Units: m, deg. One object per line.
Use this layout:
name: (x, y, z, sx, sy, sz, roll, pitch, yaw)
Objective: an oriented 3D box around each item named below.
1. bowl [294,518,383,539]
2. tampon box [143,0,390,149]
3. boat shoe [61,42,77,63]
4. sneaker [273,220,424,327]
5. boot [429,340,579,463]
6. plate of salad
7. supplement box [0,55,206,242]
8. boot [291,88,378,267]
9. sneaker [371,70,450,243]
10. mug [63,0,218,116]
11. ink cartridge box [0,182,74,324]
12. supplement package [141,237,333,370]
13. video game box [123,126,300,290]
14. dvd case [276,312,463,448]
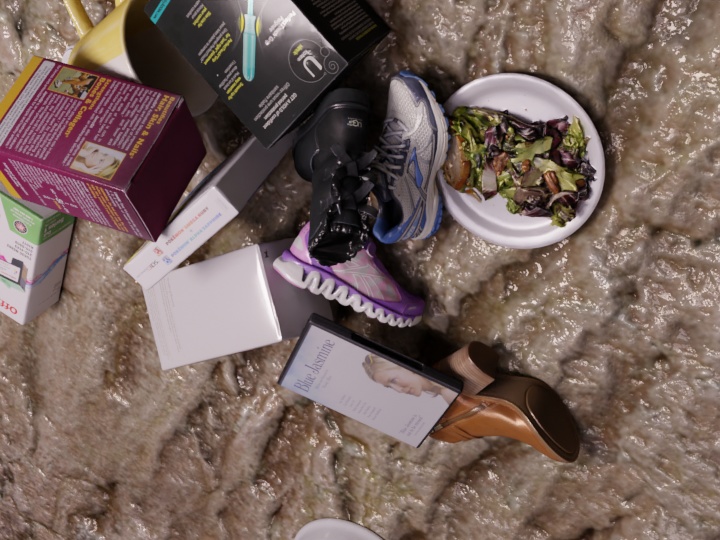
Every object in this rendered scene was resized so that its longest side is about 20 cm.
bowl: (-0.030, 0.474, 1.445, 0.199, 0.090, 0.203, 11, 120, 20)
tampon box: (-0.098, -0.267, 1.053, 0.200, 0.126, 0.150, 48, 126, -5)
boat shoe: (-0.364, -0.189, 1.265, 0.073, 0.065, 0.202, 15, 122, 18)
sneaker: (0.000, 0.000, 1.156, 0.198, 0.080, 0.089, 24, 94, -25)
boot: (0.157, 0.188, 1.211, 0.199, 0.077, 0.155, 36, 134, -8)
plate of salad: (0.162, -0.111, 1.058, 0.198, 0.048, 0.202, 11, 120, 20)
supplement box: (-0.289, -0.134, 1.065, 0.198, 0.132, 0.104, 18, 154, 18)
boot: (-0.032, -0.085, 1.063, 0.072, 0.165, 0.198, 6, 162, -15)
sneaker: (0.044, -0.115, 1.071, 0.077, 0.085, 0.202, 32, 135, 46)
mug: (-0.266, -0.254, 1.152, 0.152, 0.149, 0.189, -11, 84, 40)
ink cartridge box: (-0.497, -0.045, 1.396, 0.144, 0.084, 0.201, 30, 126, 9)
supplement package: (-0.155, 0.041, 1.233, 0.198, 0.121, 0.121, -16, 88, 33)
video game box: (-0.168, -0.084, 1.141, 0.181, 0.201, 0.047, -32, 107, 36)
dvd case: (0.009, 0.136, 1.182, 0.198, 0.018, 0.143, 25, 138, -4)
